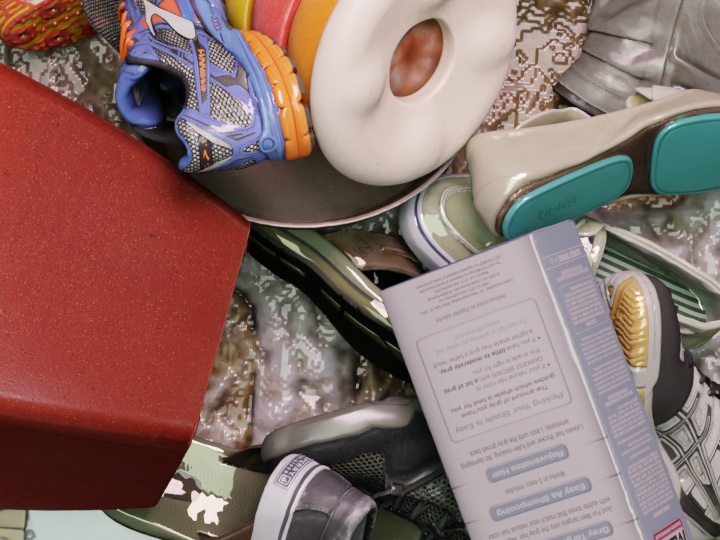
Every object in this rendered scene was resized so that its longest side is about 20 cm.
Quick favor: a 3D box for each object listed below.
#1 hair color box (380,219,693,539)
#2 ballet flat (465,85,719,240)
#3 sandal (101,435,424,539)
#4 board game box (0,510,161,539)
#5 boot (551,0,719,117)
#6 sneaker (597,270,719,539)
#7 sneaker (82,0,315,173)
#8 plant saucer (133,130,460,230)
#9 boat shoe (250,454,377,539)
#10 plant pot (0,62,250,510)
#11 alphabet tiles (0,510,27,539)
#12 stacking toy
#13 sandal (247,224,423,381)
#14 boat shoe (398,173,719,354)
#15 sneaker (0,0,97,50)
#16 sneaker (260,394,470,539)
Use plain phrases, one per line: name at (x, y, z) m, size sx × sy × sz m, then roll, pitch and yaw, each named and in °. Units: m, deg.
hair color box at (0.097, 0.085, 1.390) m, size 0.099 × 0.061 × 0.201 m, roll -21°, pitch 88°, yaw 29°
ballet flat at (0.147, -0.072, 1.448) m, size 0.199 × 0.069 × 0.070 m, roll -14°, pitch 90°, yaw -23°
sandal at (-0.059, 0.133, 1.483) m, size 0.200 × 0.057 × 0.080 m, roll 12°, pitch 66°, yaw -7°
board game box at (-0.175, 0.212, 1.517) m, size 0.200 × 0.026 × 0.200 m, roll 28°, pitch 91°, yaw 1°
boot at (0.145, -0.153, 1.496) m, size 0.200 × 0.068 × 0.131 m, roll 31°, pitch 96°, yaw 2°
sneaker at (0.178, 0.075, 1.463) m, size 0.087 × 0.076 × 0.200 m, roll -16°, pitch 129°, yaw -9°
sneaker at (-0.104, -0.114, 1.391) m, size 0.078 × 0.200 × 0.076 m, roll -22°, pitch 127°, yaw -23°
plant saucer at (-0.034, -0.099, 1.472) m, size 0.199 × 0.032 × 0.201 m, roll 1°, pitch 55°, yaw -2°
boat shoe at (-0.022, 0.187, 1.432) m, size 0.068 × 0.074 × 0.200 m, roll 24°, pitch 129°, yaw 18°
plant pot at (-0.168, 0.029, 1.414) m, size 0.176 × 0.200 × 0.200 m, roll 18°, pitch 67°, yaw -7°
alphabet tiles at (-0.248, 0.213, 1.501) m, size 0.167 × 0.008 × 0.201 m, roll 5°, pitch 90°, yaw 1°
stacking toy at (-0.025, -0.146, 1.433) m, size 0.200 × 0.146 × 0.146 m, roll 31°, pitch 91°, yaw 39°
sandal at (0.000, -0.001, 1.486) m, size 0.201 × 0.080 × 0.057 m, roll 40°, pitch 73°, yaw 1°
boat shoe at (0.120, -0.010, 1.473) m, size 0.199 × 0.062 × 0.072 m, roll 20°, pitch 66°, yaw -14°
sneaker at (-0.136, -0.203, 1.505) m, size 0.200 × 0.073 × 0.077 m, roll -40°, pitch 69°, yaw -4°
sneaker at (0.042, 0.129, 1.454) m, size 0.199 × 0.076 × 0.115 m, roll 4°, pitch 74°, yaw -28°
